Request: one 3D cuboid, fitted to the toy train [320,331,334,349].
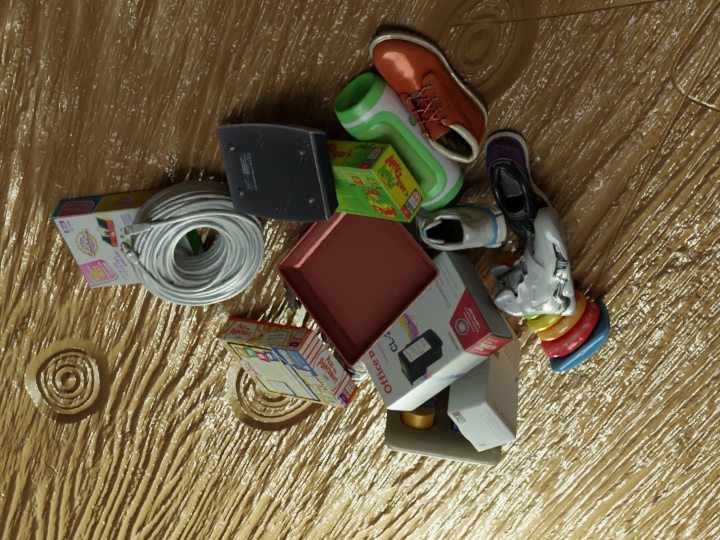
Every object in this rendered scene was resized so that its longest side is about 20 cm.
[{"bbox_3d":[0.010,0.060,1.776,0.056,0.042,0.200,19,131,-37],"label":"toy train"}]

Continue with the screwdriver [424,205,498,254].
[{"bbox_3d":[0.136,-0.063,1.669,0.028,0.029,0.200,26,146,-23],"label":"screwdriver"}]

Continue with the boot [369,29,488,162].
[{"bbox_3d":[0.088,-0.224,1.499,0.199,0.108,0.075,37,130,-22],"label":"boot"}]

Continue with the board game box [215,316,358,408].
[{"bbox_3d":[-0.120,0.148,1.874,0.199,0.047,0.152,5,142,43],"label":"board game box"}]

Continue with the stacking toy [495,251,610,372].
[{"bbox_3d":[0.272,0.043,1.741,0.116,0.110,0.200,-41,106,20],"label":"stacking toy"}]

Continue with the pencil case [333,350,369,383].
[{"bbox_3d":[0.042,0.102,1.829,0.077,0.090,0.200,9,143,-43],"label":"pencil case"}]

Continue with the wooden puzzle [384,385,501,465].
[{"bbox_3d":[0.135,0.219,1.855,0.183,0.201,0.047,9,121,0],"label":"wooden puzzle"}]

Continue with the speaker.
[{"bbox_3d":[0.054,-0.172,1.568,0.088,0.089,0.200,-27,125,30],"label":"speaker"}]

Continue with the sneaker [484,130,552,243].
[{"bbox_3d":[0.217,-0.090,1.617,0.075,0.088,0.201,-14,130,21],"label":"sneaker"}]

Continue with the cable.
[{"bbox_3d":[-0.241,-0.038,1.712,0.198,0.069,0.201,-24,132,-5],"label":"cable"}]

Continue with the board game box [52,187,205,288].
[{"bbox_3d":[-0.351,-0.048,1.783,0.197,0.041,0.154,-5,133,14],"label":"board game box"}]

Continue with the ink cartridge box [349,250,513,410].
[{"bbox_3d":[0.097,0.090,1.681,0.199,0.147,0.083,-38,156,22],"label":"ink cartridge box"}]

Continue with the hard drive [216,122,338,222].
[{"bbox_3d":[-0.111,-0.138,1.578,0.199,0.042,0.136,9,117,45],"label":"hard drive"}]

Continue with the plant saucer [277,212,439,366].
[{"bbox_3d":[0.000,0.000,1.674,0.200,0.200,0.037,-48,157,21],"label":"plant saucer"}]

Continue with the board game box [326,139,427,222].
[{"bbox_3d":[-0.014,-0.125,1.579,0.199,0.048,0.102,11,149,48],"label":"board game box"}]

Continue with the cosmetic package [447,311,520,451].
[{"bbox_3d":[0.193,0.163,1.787,0.073,0.201,0.102,-21,128,27],"label":"cosmetic package"}]

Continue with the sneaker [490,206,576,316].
[{"bbox_3d":[0.236,-0.002,1.624,0.114,0.076,0.201,-10,137,10],"label":"sneaker"}]

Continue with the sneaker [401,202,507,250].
[{"bbox_3d":[0.106,-0.062,1.620,0.199,0.086,0.076,-1,99,51],"label":"sneaker"}]

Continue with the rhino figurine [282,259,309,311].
[{"bbox_3d":[-0.027,0.006,1.770,0.197,0.060,0.088,-9,136,11],"label":"rhino figurine"}]
